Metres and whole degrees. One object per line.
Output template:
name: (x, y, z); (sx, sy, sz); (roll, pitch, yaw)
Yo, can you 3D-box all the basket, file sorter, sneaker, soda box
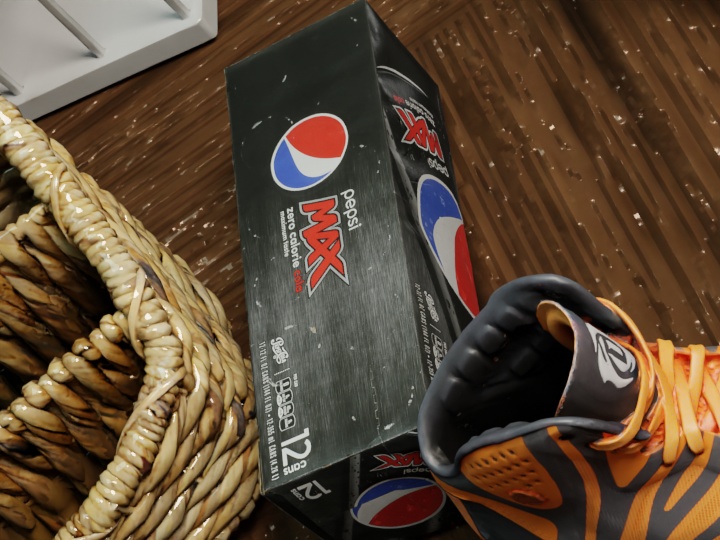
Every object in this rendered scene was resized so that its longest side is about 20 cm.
basket: (-0.149, 0.064, 0.801); (0.200, 0.149, 0.143); (-39, 45, 6)
file sorter: (-0.180, -0.154, 1.004); (0.199, 0.125, 0.139); (-21, 51, 22)
sneaker: (0.107, 0.045, 0.665); (0.199, 0.112, 0.078); (-18, 51, 25)
soda box: (0.000, 0.000, 0.809); (0.070, 0.063, 0.201); (-24, 50, 20)
